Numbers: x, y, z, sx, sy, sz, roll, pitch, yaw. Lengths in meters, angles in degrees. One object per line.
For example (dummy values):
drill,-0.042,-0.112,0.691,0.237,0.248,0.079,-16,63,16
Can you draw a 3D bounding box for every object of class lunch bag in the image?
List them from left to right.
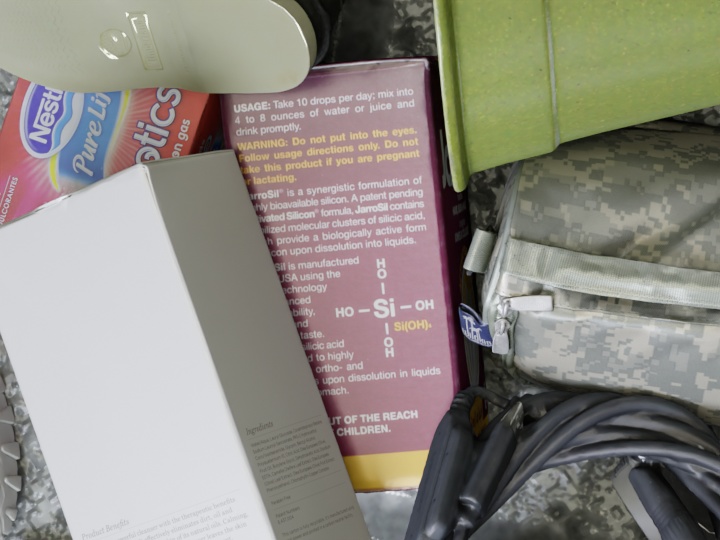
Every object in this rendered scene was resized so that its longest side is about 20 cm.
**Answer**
lunch bag,0.155,0.001,1.393,0.200,0.168,0.140,8,95,8

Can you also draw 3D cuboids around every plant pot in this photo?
plant pot,0.127,-0.141,1.310,0.190,0.200,0.200,-4,93,3

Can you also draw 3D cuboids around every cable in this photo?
cable,0.095,0.146,1.323,0.163,0.051,0.200,15,59,1

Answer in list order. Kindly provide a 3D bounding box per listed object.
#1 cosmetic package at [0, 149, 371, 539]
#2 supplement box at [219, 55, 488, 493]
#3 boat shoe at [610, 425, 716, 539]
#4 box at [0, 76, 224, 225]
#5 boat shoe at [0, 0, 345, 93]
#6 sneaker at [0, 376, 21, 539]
cosmetic package,-0.085,0.057,1.350,0.108,0.085,0.200,-20,86,30
supplement box,0.000,0.000,1.433,0.103,0.131,0.200,-5,94,9
boat shoe,0.205,0.158,1.451,0.066,0.070,0.200,-38,81,10
box,-0.116,-0.069,1.459,0.095,0.100,0.200,19,96,7
boat shoe,-0.104,-0.125,1.376,0.201,0.063,0.074,7,129,20
sneaker,-0.233,0.057,1.506,0.080,0.076,0.200,-18,87,20
